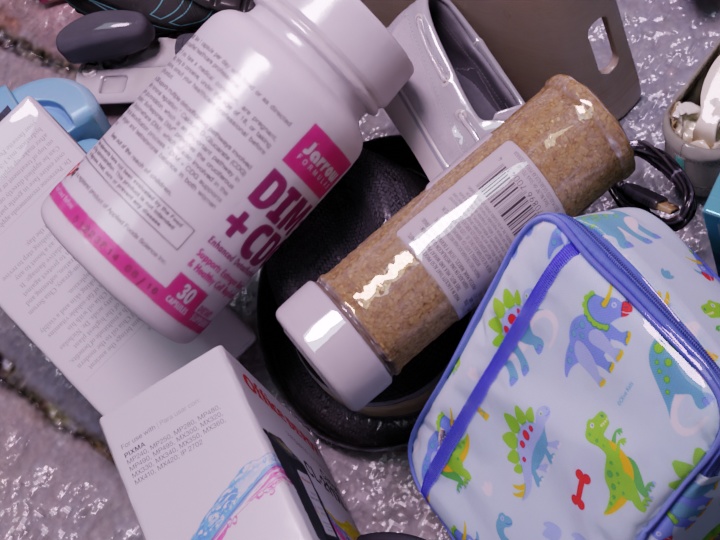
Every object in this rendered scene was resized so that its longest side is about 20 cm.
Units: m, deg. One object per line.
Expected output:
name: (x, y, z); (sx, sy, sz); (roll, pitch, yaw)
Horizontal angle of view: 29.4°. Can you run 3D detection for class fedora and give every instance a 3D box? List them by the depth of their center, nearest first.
fedora: (0.000, 0.000, 0.808); (0.198, 0.091, 0.203); (-11, 66, 24)

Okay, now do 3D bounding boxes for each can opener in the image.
can opener: (-0.122, -0.151, 0.961); (0.197, 0.067, 0.054); (0, 65, 23)

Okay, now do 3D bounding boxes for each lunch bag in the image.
lunch bag: (0.111, 0.078, 0.687); (0.161, 0.082, 0.201); (54, 133, 32)

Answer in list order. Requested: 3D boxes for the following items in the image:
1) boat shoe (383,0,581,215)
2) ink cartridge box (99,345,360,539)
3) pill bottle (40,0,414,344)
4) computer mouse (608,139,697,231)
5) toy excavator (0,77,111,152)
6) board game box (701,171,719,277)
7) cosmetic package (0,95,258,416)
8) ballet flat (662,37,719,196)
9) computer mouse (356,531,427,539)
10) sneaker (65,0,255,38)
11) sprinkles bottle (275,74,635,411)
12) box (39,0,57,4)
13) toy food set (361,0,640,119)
boat shoe: (0.081, -0.073, 0.788); (0.069, 0.071, 0.201); (-47, 66, 41)
ink cartridge box: (-0.045, 0.160, 0.725); (0.082, 0.146, 0.201); (-31, 58, 3)
pill bottle: (-0.070, -0.069, 0.755); (0.200, 0.113, 0.113); (-48, 57, 0)
computer mouse: (0.114, -0.068, 0.820); (0.199, 0.034, 0.059); (22, 85, 41)
toy excavator: (-0.179, -0.078, 0.940); (0.199, 0.100, 0.195); (-35, 58, -7)
board game box: (0.247, -0.075, 0.721); (0.047, 0.151, 0.202); (20, 74, 28)
cosmetic package: (-0.165, 0.003, 0.844); (0.101, 0.071, 0.200); (-43, 89, -4)
ballet flat: (0.243, -0.134, 0.805); (0.067, 0.064, 0.201); (28, 77, 31)
computer mouse: (0.057, 0.207, 0.669); (0.052, 0.139, 0.201); (-31, 54, 5)
sneaker: (-0.134, -0.209, 0.997); (0.197, 0.080, 0.076); (13, 63, 5)
sprinkles bottle: (0.050, -0.015, 0.716); (0.199, 0.068, 0.068); (-40, 57, -5)
box: (-0.176, -0.288, 1.035); (0.197, 0.096, 0.101); (-12, 59, 16)
toy food set: (0.072, -0.171, 0.846); (0.198, 0.144, 0.061); (23, 73, 30)
